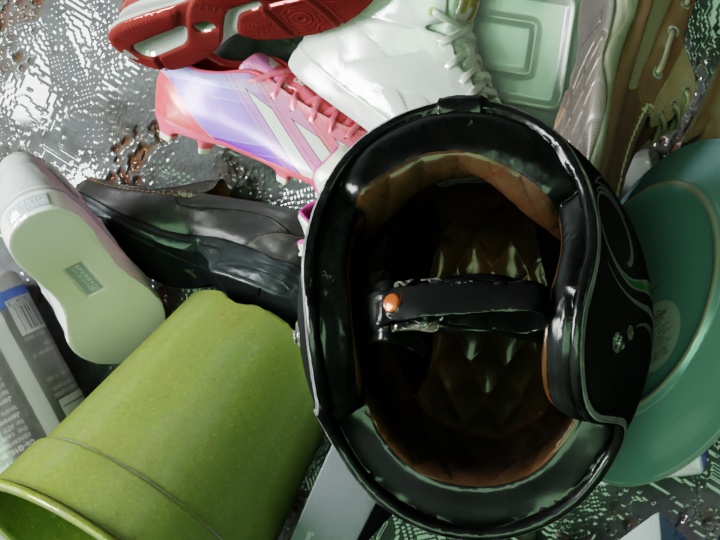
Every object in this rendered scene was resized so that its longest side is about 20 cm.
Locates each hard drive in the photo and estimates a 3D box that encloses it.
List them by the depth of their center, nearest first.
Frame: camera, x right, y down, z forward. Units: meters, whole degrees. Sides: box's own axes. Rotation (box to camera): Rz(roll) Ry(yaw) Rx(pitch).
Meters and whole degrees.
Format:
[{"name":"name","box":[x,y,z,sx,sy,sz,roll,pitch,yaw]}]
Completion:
[{"name":"hard drive","box":[0.023,0.094,0.994,0.042,0.135,0.201,30,117,13]}]

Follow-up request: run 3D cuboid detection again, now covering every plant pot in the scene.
[{"name":"plant pot","box":[-0.111,0.120,1.011,0.199,0.201,0.191,29,65,11]}]

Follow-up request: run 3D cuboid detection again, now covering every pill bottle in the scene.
[{"name":"pill bottle","box":[-0.244,0.113,1.110,0.113,0.114,0.201,-27,91,22]}]

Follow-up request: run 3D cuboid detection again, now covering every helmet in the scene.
[{"name":"helmet","box":[0.060,0.028,0.813,0.198,0.191,0.202,-6,61,11]}]

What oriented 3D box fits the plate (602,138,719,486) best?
[{"name":"plate","box":[0.160,0.018,0.872,0.025,0.201,0.201,22,112,-24]}]

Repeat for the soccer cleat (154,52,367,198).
[{"name":"soccer cleat","box":[-0.044,-0.099,1.024,0.198,0.067,0.077,18,113,19]}]

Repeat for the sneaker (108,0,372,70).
[{"name":"sneaker","box":[-0.071,-0.203,0.975,0.198,0.078,0.117,-9,64,30]}]

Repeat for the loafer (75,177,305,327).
[{"name":"loafer","box":[-0.107,-0.028,1.069,0.198,0.073,0.073,21,68,21]}]

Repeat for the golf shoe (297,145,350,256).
[{"name":"golf shoe","box":[0.000,0.000,1.000,0.091,0.075,0.201,33,140,14]}]

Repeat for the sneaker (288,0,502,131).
[{"name":"sneaker","box":[0.055,-0.124,0.947,0.199,0.073,0.116,36,111,20]}]

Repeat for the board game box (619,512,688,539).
[{"name":"board game box","box":[0.196,0.270,0.987,0.200,0.064,0.147,43,112,-15]}]

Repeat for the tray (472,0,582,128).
[{"name":"tray","box":[0.056,-0.149,1.003,0.198,0.022,0.109,12,105,17]}]

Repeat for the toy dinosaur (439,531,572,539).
[{"name":"toy dinosaur","box":[0.099,0.212,1.045,0.198,0.077,0.103,-3,118,5]}]

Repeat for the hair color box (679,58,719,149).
[{"name":"hair color box","box":[0.219,-0.031,0.894,0.063,0.111,0.202,23,94,-21]}]

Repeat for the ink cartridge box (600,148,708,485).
[{"name":"ink cartridge box","box":[0.118,0.038,1.007,0.174,0.045,0.202,-9,98,19]}]

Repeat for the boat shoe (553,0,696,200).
[{"name":"boat shoe","box":[0.159,-0.107,0.910,0.071,0.076,0.202,18,71,-8]}]

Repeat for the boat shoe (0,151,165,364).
[{"name":"boat shoe","box":[-0.189,-0.006,1.051,0.072,0.200,0.069,-28,57,5]}]
